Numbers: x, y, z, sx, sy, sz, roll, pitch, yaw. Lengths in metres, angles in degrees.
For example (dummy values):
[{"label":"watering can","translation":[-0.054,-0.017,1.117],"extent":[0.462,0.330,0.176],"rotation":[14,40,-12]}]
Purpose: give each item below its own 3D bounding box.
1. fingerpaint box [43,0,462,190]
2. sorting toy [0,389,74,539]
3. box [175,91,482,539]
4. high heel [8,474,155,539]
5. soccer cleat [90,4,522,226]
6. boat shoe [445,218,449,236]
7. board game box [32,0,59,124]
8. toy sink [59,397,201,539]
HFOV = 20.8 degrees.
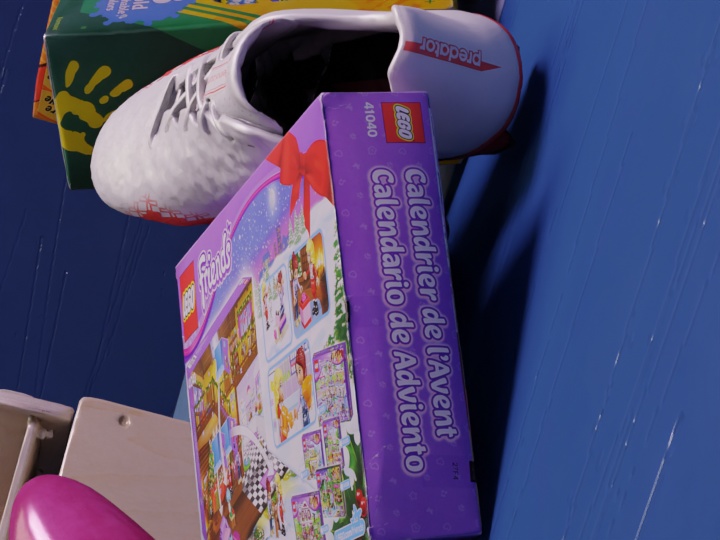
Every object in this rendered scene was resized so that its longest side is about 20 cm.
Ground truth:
[{"label":"fingerpaint box","translation":[-0.039,-0.116,0.865],"extent":[0.201,0.165,0.074],"rotation":[-86,-8,-61]},{"label":"sorting toy","translation":[-0.256,0.140,1.006],"extent":[0.107,0.178,0.202],"rotation":[-165,91,-84]},{"label":"box","translation":[-0.018,0.037,0.667],"extent":[0.200,0.039,0.138],"rotation":[140,125,-66]},{"label":"high heel","translation":[-0.066,0.135,0.665],"extent":[0.201,0.067,0.096],"rotation":[60,156,28]},{"label":"soccer cleat","translation":[-0.035,-0.060,0.703],"extent":[0.199,0.085,0.069],"rotation":[-7,76,37]},{"label":"boat shoe","translation":[0.000,0.000,0.808],"extent":[0.072,0.072,0.200],"rotation":[-68,17,-4]},{"label":"board game box","translation":[-0.069,-0.201,1.194],"extent":[0.201,0.198,0.201],"rotation":[-81,9,-48]},{"label":"toy sink","translation":[-0.106,0.160,1.033],"extent":[0.200,0.129,0.113],"rotation":[115,169,-61]}]
